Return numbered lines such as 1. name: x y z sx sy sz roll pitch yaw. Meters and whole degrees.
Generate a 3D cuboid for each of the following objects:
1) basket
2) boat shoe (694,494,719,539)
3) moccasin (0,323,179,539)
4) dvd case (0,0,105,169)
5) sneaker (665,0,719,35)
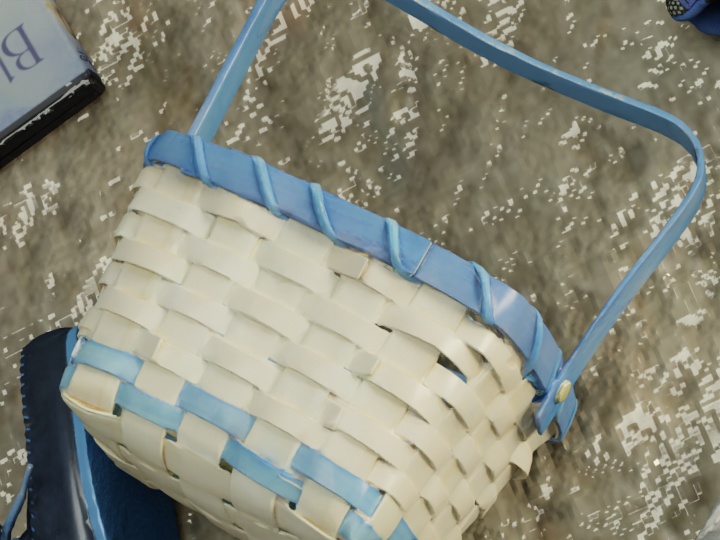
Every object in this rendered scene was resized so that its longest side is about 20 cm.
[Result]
1. basket: 0.000 0.000 0.975 0.176 0.139 0.200 28 79 21
2. boat shoe: 0.120 0.126 0.933 0.072 0.069 0.200 31 87 25
3. moccasin: -0.105 0.119 1.012 0.068 0.080 0.201 -18 68 19
4. dvd case: -0.206 -0.108 1.149 0.142 0.018 0.200 -35 66 7
5. sneaker: 0.191 -0.084 0.976 0.200 0.075 0.079 30 95 33
